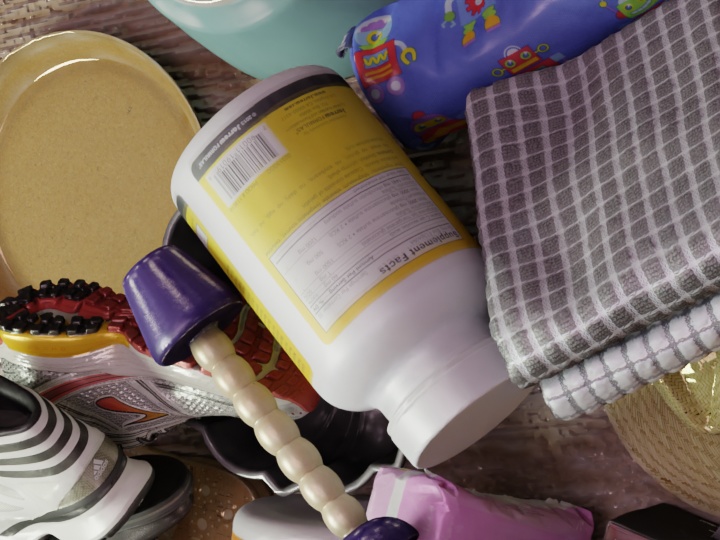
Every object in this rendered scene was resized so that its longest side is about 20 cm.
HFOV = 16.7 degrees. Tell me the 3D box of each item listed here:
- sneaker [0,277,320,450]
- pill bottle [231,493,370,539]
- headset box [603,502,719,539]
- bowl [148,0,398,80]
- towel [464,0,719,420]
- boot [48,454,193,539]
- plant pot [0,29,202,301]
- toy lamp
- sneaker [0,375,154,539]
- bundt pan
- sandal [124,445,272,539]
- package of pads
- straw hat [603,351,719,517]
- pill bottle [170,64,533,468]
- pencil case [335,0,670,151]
[{"bbox_3d":[-0.110,0.058,1.365,0.200,0.078,0.082,8,121,28],"label":"sneaker"},{"bbox_3d":[-0.020,0.232,1.379,0.112,0.112,0.200,6,97,30],"label":"pill bottle"},{"bbox_3d":[0.186,0.223,1.278,0.149,0.077,0.200,20,103,28],"label":"headset box"},{"bbox_3d":[-0.058,-0.203,1.375,0.201,0.105,0.201,3,96,29],"label":"bowl"},{"bbox_3d":[0.138,-0.043,1.224,0.166,0.086,0.200,-31,40,25],"label":"towel"},{"bbox_3d":[-0.126,0.209,1.442,0.200,0.069,0.174,-31,109,32],"label":"boot"},{"bbox_3d":[-0.165,-0.046,1.494,0.200,0.027,0.200,3,95,31],"label":"plant pot"},{"bbox_3d":[-0.050,0.073,1.261,0.058,0.058,0.200,-43,78,26],"label":"toy lamp"},{"bbox_3d":[-0.207,0.102,1.378,0.115,0.076,0.200,45,147,-19],"label":"sneaker"},{"bbox_3d":[-0.015,0.024,1.381,0.202,0.076,0.202,2,94,31],"label":"bundt pan"},{"bbox_3d":[-0.159,0.138,1.478,0.212,0.070,0.078,2,95,30],"label":"sandal"},{"bbox_3d":[0.045,0.209,1.307,0.076,0.120,0.200,10,85,54],"label":"package of pads"},{"bbox_3d":[0.185,0.036,1.259,0.201,0.085,0.201,2,94,30],"label":"straw hat"},{"bbox_3d":[0.000,0.000,1.262,0.112,0.112,0.200,-46,72,25],"label":"pill bottle"},{"bbox_3d":[0.086,-0.141,1.310,0.200,0.078,0.087,-29,53,29],"label":"pencil case"}]
